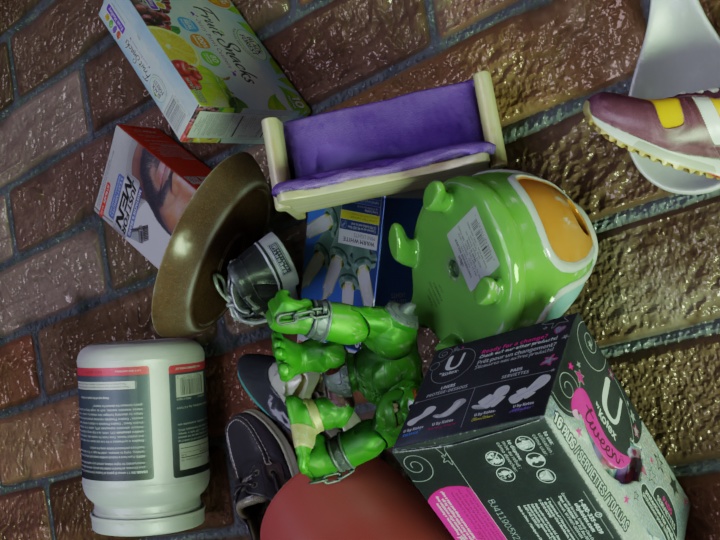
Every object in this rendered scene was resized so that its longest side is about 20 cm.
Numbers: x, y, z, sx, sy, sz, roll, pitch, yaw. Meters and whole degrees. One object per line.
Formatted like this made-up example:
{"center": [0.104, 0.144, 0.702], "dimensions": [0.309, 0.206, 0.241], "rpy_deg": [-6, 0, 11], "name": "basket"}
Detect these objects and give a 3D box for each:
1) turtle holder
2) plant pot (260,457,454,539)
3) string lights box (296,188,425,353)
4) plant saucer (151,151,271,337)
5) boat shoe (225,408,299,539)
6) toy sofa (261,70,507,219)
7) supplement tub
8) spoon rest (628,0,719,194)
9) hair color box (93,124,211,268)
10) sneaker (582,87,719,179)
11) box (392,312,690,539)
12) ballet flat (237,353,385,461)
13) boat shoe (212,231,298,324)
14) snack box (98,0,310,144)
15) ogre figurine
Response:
{"center": [0.110, 0.006, 0.959], "dimensions": [0.141, 0.131, 0.186], "rpy_deg": [50, 141, 42], "name": "turtle holder"}
{"center": [0.011, 0.266, 1.044], "dimensions": [0.177, 0.199, 0.201], "rpy_deg": [48, 124, 46], "name": "plant pot"}
{"center": [0.000, 0.000, 1.124], "dimensions": [0.102, 0.059, 0.201], "rpy_deg": [12, 100, 44], "name": "string lights box"}
{"center": [-0.139, -0.019, 1.189], "dimensions": [0.034, 0.200, 0.201], "rpy_deg": [24, 111, 12], "name": "plant saucer"}
{"center": [-0.097, 0.234, 1.226], "dimensions": [0.072, 0.065, 0.201], "rpy_deg": [-43, 61, 39], "name": "boat shoe"}
{"center": [0.020, -0.106, 1.010], "dimensions": [0.199, 0.098, 0.083], "rpy_deg": [-11, 82, 10], "name": "toy sofa"}
{"center": [-0.236, 0.178, 1.312], "dimensions": [0.140, 0.140, 0.202], "rpy_deg": [-3, 89, 45], "name": "supplement tub"}
{"center": [0.236, -0.156, 0.873], "dimensions": [0.099, 0.060, 0.201], "rpy_deg": [-6, 86, 32], "name": "spoon rest"}
{"center": [-0.212, -0.071, 1.333], "dimensions": [0.200, 0.064, 0.111], "rpy_deg": [36, 116, 37], "name": "hair color box"}
{"center": [0.254, -0.106, 0.815], "dimensions": [0.199, 0.075, 0.091], "rpy_deg": [17, 102, 5], "name": "sneaker"}
{"center": [0.139, 0.150, 0.876], "dimensions": [0.132, 0.115, 0.200], "rpy_deg": [-18, 119, 34], "name": "box"}
{"center": [-0.044, 0.135, 1.168], "dimensions": [0.200, 0.073, 0.073], "rpy_deg": [47, 123, 26], "name": "ballet flat"}
{"center": [-0.100, 0.018, 1.149], "dimensions": [0.074, 0.068, 0.199], "rpy_deg": [61, 171, 2], "name": "boat shoe"}
{"center": [-0.159, -0.212, 1.218], "dimensions": [0.200, 0.142, 0.053], "rpy_deg": [55, 127, 28], "name": "snack box"}
{"center": [-0.005, 0.090, 0.975], "dimensions": [0.098, 0.119, 0.201], "rpy_deg": [-111, 10, -70], "name": "ogre figurine"}
